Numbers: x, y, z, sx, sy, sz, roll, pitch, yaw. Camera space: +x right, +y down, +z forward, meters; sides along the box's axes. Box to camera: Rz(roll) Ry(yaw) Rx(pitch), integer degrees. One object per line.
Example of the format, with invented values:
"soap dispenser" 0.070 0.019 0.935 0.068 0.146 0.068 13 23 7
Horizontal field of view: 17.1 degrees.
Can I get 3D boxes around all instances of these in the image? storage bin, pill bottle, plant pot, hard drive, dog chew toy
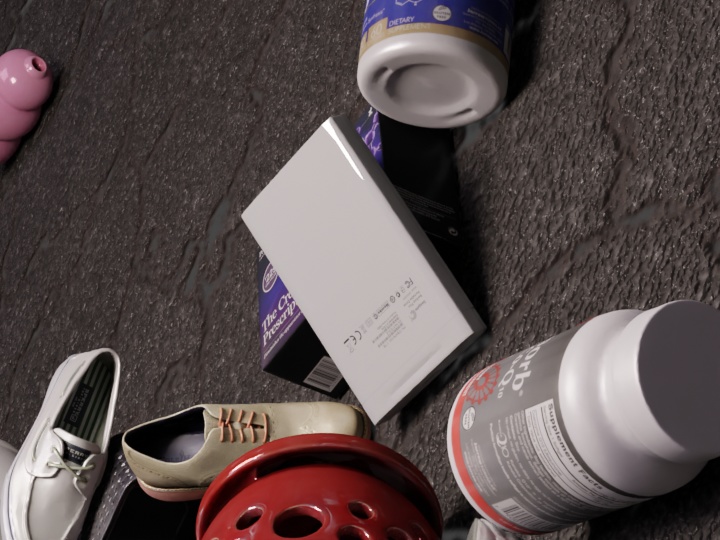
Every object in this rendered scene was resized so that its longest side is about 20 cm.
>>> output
"storage bin" -0.181 0.255 2.022 0.201 0.135 0.094 -65 24 9
"pill bottle" 0.065 -0.226 1.903 0.120 0.119 0.201 -37 40 51
"plant pot" -0.030 0.224 1.651 0.201 0.200 0.183 -53 26 32
"pill bottle" 0.150 0.090 1.476 0.200 0.115 0.116 -29 45 55
"hard drive" 0.000 0.000 1.829 0.132 0.027 0.200 -45 71 38
"dog chew toy" -0.460 -0.211 3.019 0.200 0.124 0.125 -36 40 40

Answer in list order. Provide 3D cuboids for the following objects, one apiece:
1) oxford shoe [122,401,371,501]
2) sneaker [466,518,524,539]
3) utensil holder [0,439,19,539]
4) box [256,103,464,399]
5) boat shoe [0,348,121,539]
"oxford shoe" -0.092 0.137 1.891 0.199 0.074 0.071 -14 59 10
"sneaker" 0.098 0.221 1.472 0.200 0.080 0.071 -78 6 -64
"utensil holder" -0.370 0.268 2.381 0.200 0.169 0.171 26 94 64
"box" -0.004 -0.017 1.939 0.200 0.079 0.142 -51 27 36
"boat shoe" -0.247 0.152 1.980 0.067 0.073 0.201 -35 40 55
